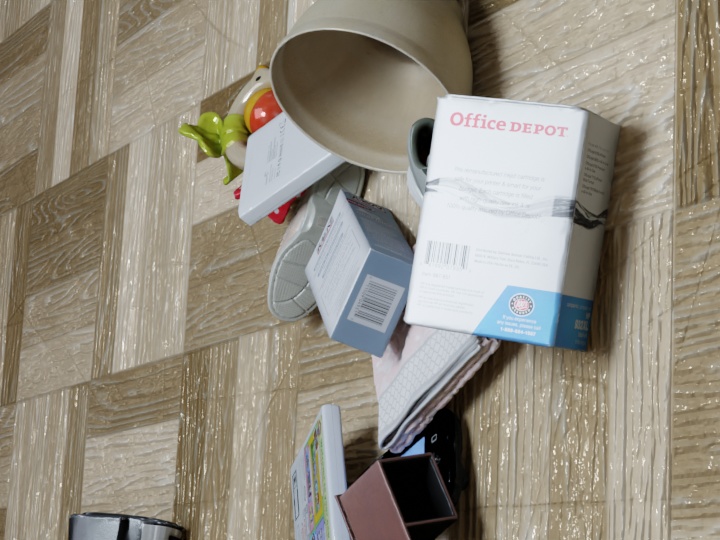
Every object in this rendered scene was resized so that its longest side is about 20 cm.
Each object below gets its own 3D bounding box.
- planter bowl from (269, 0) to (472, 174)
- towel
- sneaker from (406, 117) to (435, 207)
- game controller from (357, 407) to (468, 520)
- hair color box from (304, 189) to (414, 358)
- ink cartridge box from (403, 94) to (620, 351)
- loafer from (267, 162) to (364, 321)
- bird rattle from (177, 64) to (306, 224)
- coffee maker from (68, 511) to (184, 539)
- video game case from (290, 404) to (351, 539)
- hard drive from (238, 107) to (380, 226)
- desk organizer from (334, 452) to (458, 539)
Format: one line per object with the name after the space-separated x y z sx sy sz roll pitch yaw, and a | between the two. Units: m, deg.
0.027 -0.211 1.805 0.200 0.200 0.135 -33 27 54 | planter bowl
0.065 0.048 1.772 0.200 0.032 0.192 -51 31 40 | towel
0.092 -0.064 1.694 0.201 0.074 0.080 56 170 41 | sneaker
0.042 0.213 1.779 0.200 0.042 0.105 -45 44 47 | game controller
0.000 0.000 1.839 0.100 0.060 0.200 -65 16 14 | hair color box
0.131 -0.041 1.581 0.144 0.084 0.202 9 89 30 | ink cartridge box
-0.048 -0.042 2.010 0.063 0.071 0.201 -118 49 -72 | loafer
-0.118 -0.160 2.136 0.164 0.112 0.200 -62 33 1 | bird rattle
-0.319 0.399 2.241 0.135 0.190 0.202 133 142 -70 | coffee maker
-0.040 0.265 1.887 0.182 0.022 0.202 115 153 -60 | video game case
-0.050 -0.145 1.978 0.199 0.026 0.133 -32 36 32 | hard drive
0.056 0.271 1.657 0.077 0.071 0.201 -47 56 44 | desk organizer
